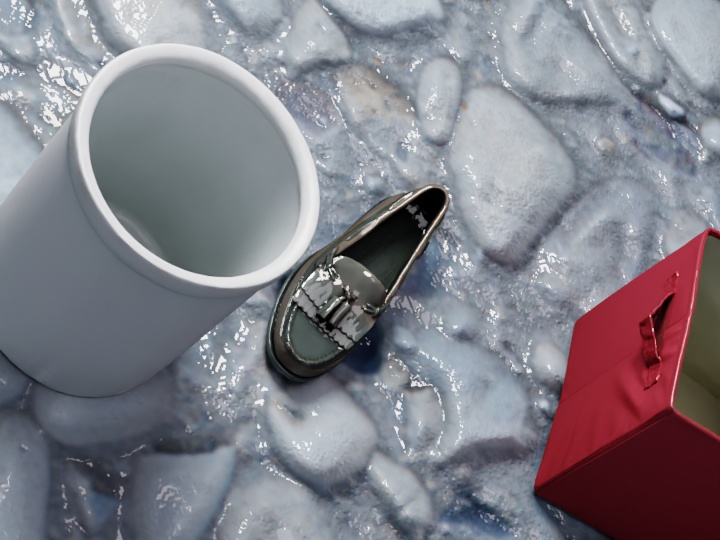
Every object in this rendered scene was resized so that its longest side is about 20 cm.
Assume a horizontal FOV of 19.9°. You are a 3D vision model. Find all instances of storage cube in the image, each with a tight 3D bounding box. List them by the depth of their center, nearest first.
[{"bbox_3d":[0.261,0.107,1.555,0.199,0.180,0.172,30,53,-16],"label":"storage cube"}]

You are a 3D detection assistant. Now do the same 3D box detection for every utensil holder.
[{"bbox_3d":[-0.146,-0.026,1.344,0.169,0.200,0.171,14,59,-26],"label":"utensil holder"}]

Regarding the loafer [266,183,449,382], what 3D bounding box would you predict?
[{"bbox_3d":[0.000,0.000,1.515,0.072,0.063,0.200,44,50,-6],"label":"loafer"}]
